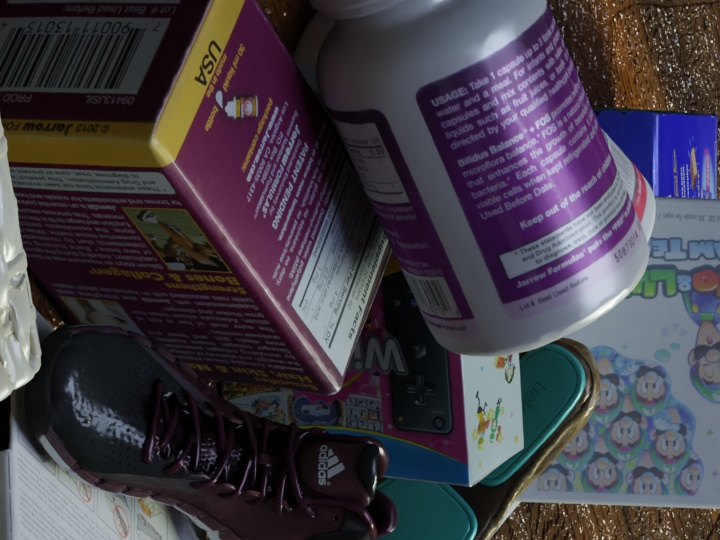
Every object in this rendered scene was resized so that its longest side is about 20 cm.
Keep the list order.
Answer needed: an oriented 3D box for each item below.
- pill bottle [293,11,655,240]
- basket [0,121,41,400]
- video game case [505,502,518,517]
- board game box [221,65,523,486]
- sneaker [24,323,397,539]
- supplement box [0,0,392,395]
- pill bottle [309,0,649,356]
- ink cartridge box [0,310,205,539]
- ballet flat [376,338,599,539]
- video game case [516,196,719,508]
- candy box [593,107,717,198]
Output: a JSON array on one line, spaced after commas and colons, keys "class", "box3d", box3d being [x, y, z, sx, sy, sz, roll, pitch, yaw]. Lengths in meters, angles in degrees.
[{"class": "pill bottle", "box3d": [0.059, -0.070, 1.417, 0.200, 0.119, 0.120, 45, 53, -29]}, {"class": "basket", "box3d": [-0.214, -0.028, 0.982, 0.136, 0.123, 0.200, -36, 123, -54]}, {"class": "video game case", "box3d": [0.062, 0.063, 1.546, 0.182, 0.024, 0.200, -43, 130, -49]}, {"class": "board game box", "box3d": [0.000, 0.000, 1.326, 0.064, 0.147, 0.200, -29, 118, -56]}, {"class": "sneaker", "box3d": [-0.053, 0.077, 1.196, 0.200, 0.115, 0.076, 34, 61, -45]}, {"class": "supplement box", "box3d": [-0.086, -0.041, 1.190, 0.200, 0.131, 0.103, 57, 45, -47]}, {"class": "pill bottle", "box3d": [0.047, -0.071, 1.189, 0.112, 0.112, 0.200, -47, 119, -47]}, {"class": "ink cartridge box", "box3d": [-0.130, 0.137, 1.225, 0.200, 0.045, 0.176, 53, 25, -49]}, {"class": "ballet flat", "box3d": [0.059, 0.117, 1.438, 0.200, 0.068, 0.072, -48, 161, 5]}, {"class": "video game case", "box3d": [0.179, 0.048, 1.535, 0.024, 0.199, 0.183, -152, -116, -85]}, {"class": "candy box", "box3d": [0.174, -0.018, 1.649, 0.200, 0.077, 0.170, -8, 99, -73]}]
